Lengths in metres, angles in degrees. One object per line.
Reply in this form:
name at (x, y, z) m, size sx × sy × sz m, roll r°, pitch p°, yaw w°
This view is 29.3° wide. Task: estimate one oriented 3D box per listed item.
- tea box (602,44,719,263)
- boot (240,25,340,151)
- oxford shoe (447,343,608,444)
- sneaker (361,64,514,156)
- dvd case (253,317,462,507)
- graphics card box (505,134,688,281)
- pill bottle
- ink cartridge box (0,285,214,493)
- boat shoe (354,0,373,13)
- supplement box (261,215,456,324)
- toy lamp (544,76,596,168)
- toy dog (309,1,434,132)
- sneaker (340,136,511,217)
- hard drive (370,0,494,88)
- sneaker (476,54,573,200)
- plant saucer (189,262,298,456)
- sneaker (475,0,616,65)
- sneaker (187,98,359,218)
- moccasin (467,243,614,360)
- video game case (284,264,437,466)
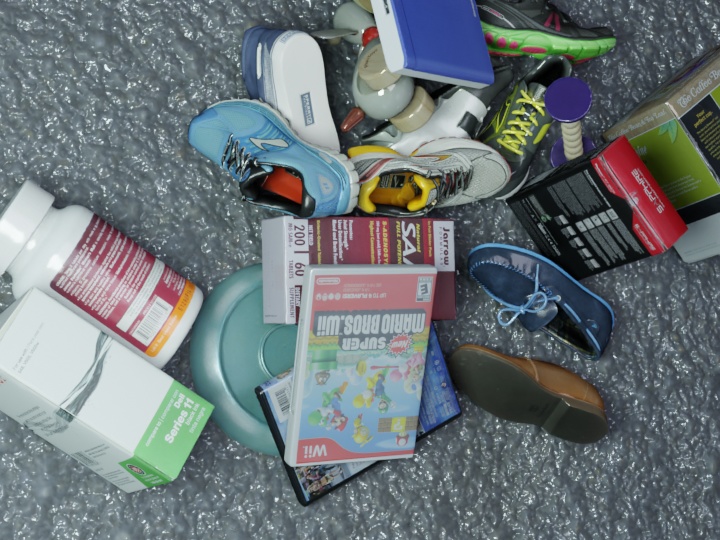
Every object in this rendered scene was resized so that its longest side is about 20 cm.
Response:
tea box at (0.437, -0.152, 1.657) m, size 0.199 × 0.133 × 0.198 m, roll -37°, pitch 96°, yaw -28°
boot at (-0.076, -0.157, 1.447) m, size 0.072 × 0.090 × 0.202 m, roll -17°, pitch 115°, yaw -32°
oxford shoe at (0.182, 0.124, 1.520) m, size 0.199 × 0.071 × 0.072 m, roll 26°, pitch 39°, yaw -18°
sneaker at (0.100, -0.157, 1.531) m, size 0.199 × 0.074 × 0.089 m, roll -34°, pitch 101°, yaw -17°
dvd case at (0.002, 0.134, 1.395) m, size 0.199 × 0.018 × 0.144 m, roll -28°, pitch 116°, yaw -18°
graphics card box at (0.255, -0.062, 1.510) m, size 0.051 × 0.200 × 0.126 m, roll -39°, pitch 96°, yaw -27°
pill bottle at (-0.256, 0.009, 1.293) m, size 0.199 × 0.109 × 0.110 m, roll 37°, pitch 65°, yaw -15°
ink cartridge box at (-0.253, 0.112, 1.251) m, size 0.199 × 0.146 × 0.084 m, roll 36°, pitch 65°, yaw -16°
boat shoe at (0.058, -0.293, 1.488) m, size 0.074 × 0.063 × 0.200 m, roll -60°, pitch 151°, yaw 7°
supplement box at (0.000, 0.000, 1.412) m, size 0.198 × 0.061 × 0.110 m, roll -1°, pitch 88°, yaw -28°
toy lamp at (0.234, -0.148, 1.531) m, size 0.058 × 0.200 × 0.059 m, roll -4°, pitch 70°, yaw 12°
toy dog at (0.001, -0.206, 1.456) m, size 0.096 × 0.200 × 0.132 m, roll -34°, pitch 110°, yaw 4°
sneaker at (0.070, -0.088, 1.450) m, size 0.198 × 0.082 × 0.079 m, roll -8°, pitch 120°, yaw -21°
hard drive at (0.072, -0.261, 1.415) m, size 0.199 × 0.025 × 0.133 m, roll -4°, pitch 79°, yaw -60°
sneaker at (0.179, -0.169, 1.554) m, size 0.074 × 0.085 × 0.201 m, roll 27°, pitch 61°, yaw 7°
plant saucer at (-0.077, 0.088, 1.411) m, size 0.198 × 0.027 × 0.203 m, roll 6°, pitch 77°, yaw -25°
sneaker at (0.217, -0.291, 1.613) m, size 0.198 × 0.077 × 0.085 m, roll 5°, pitch 80°, yaw -26°
sneaker at (-0.099, -0.110, 1.364) m, size 0.199 × 0.079 × 0.090 m, roll 27°, pitch 32°, yaw 27°
moccasin at (0.205, 0.036, 1.529) m, size 0.199 × 0.080 × 0.069 m, roll 26°, pitch 57°, yaw -18°
video game case at (0.001, 0.093, 1.361) m, size 0.142 × 0.017 × 0.202 m, roll -1°, pitch 105°, yaw -28°
